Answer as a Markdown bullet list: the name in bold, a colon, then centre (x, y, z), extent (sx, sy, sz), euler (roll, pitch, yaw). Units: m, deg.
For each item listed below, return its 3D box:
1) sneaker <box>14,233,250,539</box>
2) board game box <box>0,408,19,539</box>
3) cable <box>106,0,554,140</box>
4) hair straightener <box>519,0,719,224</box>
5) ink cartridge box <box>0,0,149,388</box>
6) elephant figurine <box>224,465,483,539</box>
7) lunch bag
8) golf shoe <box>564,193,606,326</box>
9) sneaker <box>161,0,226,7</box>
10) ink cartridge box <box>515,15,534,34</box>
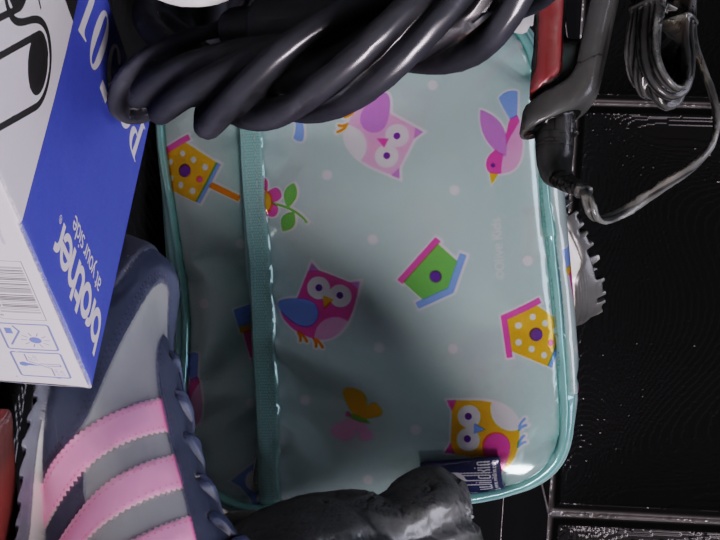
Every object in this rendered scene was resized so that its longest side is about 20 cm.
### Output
- **sneaker**: centre (-0.057, 0.081, 0.754), extent (0.070, 0.082, 0.200), euler (76, 17, -61)
- **board game box**: centre (-0.122, 0.123, 0.673), extent (0.200, 0.019, 0.103), euler (-67, 157, -66)
- **cable**: centre (0.016, -0.094, 0.712), extent (0.051, 0.200, 0.163), euler (49, 8, -30)
- **hair straightener**: centre (0.095, -0.109, 0.869), extent (0.041, 0.077, 0.200), euler (73, 22, -69)
- **ink cartridge box**: centre (-0.101, -0.057, 0.680), extent (0.200, 0.044, 0.094), euler (77, 19, -59)
- **elephant figurine**: centre (-0.042, 0.153, 0.900), extent (0.155, 0.200, 0.142), euler (57, 42, -9)
- **lunch bag**: centre (0.000, 0.000, 0.992), extent (0.077, 0.160, 0.200), euler (-5, 91, -86)
- **golf shoe**: centre (0.017, -0.035, 1.105), extent (0.094, 0.200, 0.078), euler (-48, -168, -20)
- **sneaker**: centre (-0.070, -0.166, 0.695), extent (0.116, 0.074, 0.200), euler (83, -7, -64)
- **ink cartridge box**: centre (-0.016, -0.168, 0.868), extent (0.200, 0.145, 0.088), euler (78, 18, -57)
